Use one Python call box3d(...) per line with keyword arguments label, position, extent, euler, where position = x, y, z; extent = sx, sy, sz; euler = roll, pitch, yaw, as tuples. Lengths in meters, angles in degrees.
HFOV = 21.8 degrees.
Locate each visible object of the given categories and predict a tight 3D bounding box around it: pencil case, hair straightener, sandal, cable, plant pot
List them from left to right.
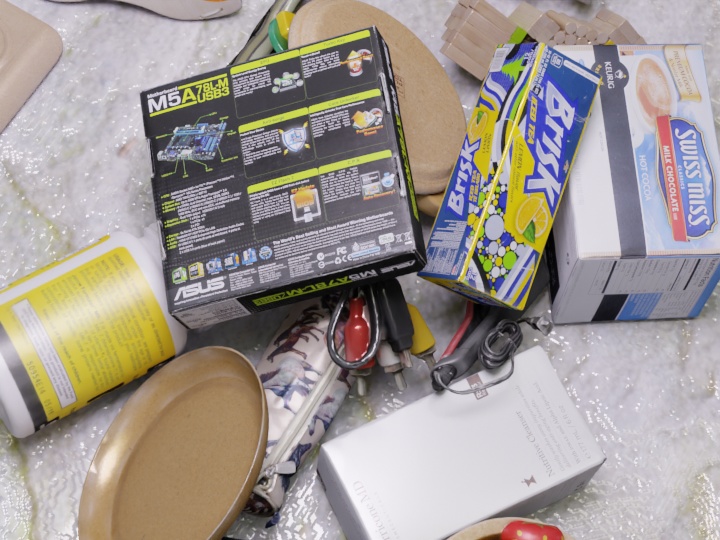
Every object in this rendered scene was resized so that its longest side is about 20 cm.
box3d(label="plant pot", position=(-0.138, 0.152, 1.423), extent=(0.027, 0.200, 0.200), euler=(37, 59, -36))
box3d(label="sandal", position=(-0.065, -0.201, 1.633), extent=(0.057, 0.080, 0.201), euler=(37, 74, -7))
box3d(label="pencil case", position=(-0.052, 0.102, 1.483), extent=(0.078, 0.089, 0.200), euler=(48, 62, -32))
box3d(label="cable", position=(0.000, 0.000, 1.461), extent=(0.097, 0.050, 0.200), euler=(-14, 87, -24))
box3d(label="hair straightener", position=(0.111, 0.040, 1.490), extent=(0.077, 0.041, 0.200), euler=(-6, 23, 31))

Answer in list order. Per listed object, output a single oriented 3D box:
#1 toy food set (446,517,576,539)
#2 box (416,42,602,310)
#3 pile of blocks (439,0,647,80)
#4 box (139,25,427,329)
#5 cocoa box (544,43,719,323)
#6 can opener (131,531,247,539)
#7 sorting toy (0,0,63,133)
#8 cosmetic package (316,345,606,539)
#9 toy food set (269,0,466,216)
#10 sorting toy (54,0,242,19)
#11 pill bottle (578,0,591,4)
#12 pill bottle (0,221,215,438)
box3d(label="toy food set", position=(0.118, 0.287, 1.406), extent=(0.198, 0.049, 0.200), euler=(-21, 89, -23))
box3d(label="box", position=(0.117, -0.075, 1.468), extent=(0.070, 0.064, 0.200), euler=(24, 82, -32))
box3d(label="pile of blocks", position=(0.157, -0.199, 1.656), extent=(0.200, 0.062, 0.082), euler=(5, 109, -21))
box3d(label="box", position=(-0.062, -0.071, 1.429), extent=(0.200, 0.048, 0.193), euler=(-15, 66, 11))
box3d(label="cocoa box", position=(0.223, -0.073, 1.559), extent=(0.131, 0.133, 0.200), euler=(-2, 66, -5))
box3d(label="can opener", position=(-0.083, 0.233, 1.437), extent=(0.200, 0.079, 0.064), euler=(14, 74, 11))
box3d(label="sorting toy", position=(-0.386, -0.179, 1.612), extent=(0.200, 0.036, 0.185), euler=(32, 67, 4))
box3d(label="cosmetic package", position=(0.076, 0.155, 1.474), extent=(0.200, 0.081, 0.113), euler=(-25, 72, -16))
box3d(label="toy food set", position=(0.014, -0.144, 1.563), extent=(0.200, 0.049, 0.198), euler=(14, 50, -41))
box3d(label="sorting toy", position=(-0.214, -0.317, 1.667), extent=(0.180, 0.107, 0.200), euler=(-14, 66, 10))
box3d(label="pill bottle", position=(0.131, -0.317, 1.673), extent=(0.200, 0.113, 0.113), euler=(25, 66, 6))
box3d(label="pill bottle", position=(-0.209, 0.039, 1.483), extent=(0.200, 0.114, 0.114), euler=(-28, 71, -16))
